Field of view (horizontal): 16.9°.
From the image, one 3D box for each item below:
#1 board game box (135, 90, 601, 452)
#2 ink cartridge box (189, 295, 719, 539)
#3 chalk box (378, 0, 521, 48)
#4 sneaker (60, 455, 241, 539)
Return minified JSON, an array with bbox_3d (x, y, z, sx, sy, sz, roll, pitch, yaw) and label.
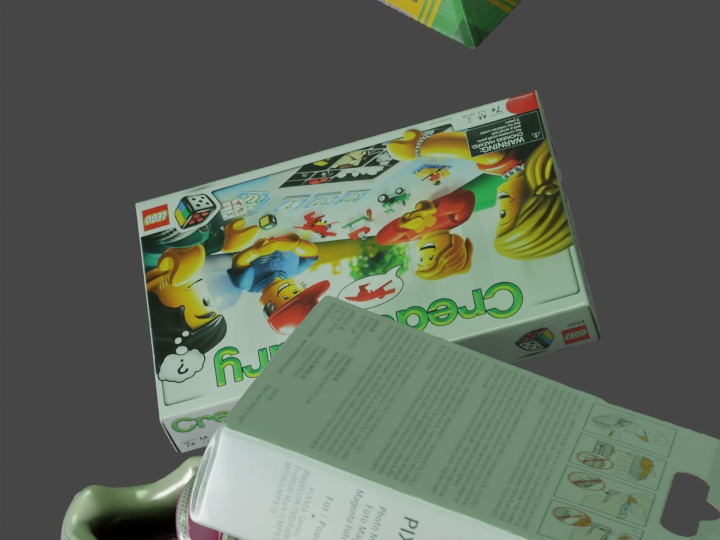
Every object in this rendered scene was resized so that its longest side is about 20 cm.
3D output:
[{"bbox_3d":[0.000,0.000,1.112,0.199,0.035,0.127,-16,53,7],"label":"board game box"},{"bbox_3d":[0.050,0.085,0.972,0.200,0.057,0.163,23,21,6],"label":"ink cartridge box"},{"bbox_3d":[0.028,-0.230,1.161,0.124,0.200,0.124,32,70,33],"label":"chalk box"},{"bbox_3d":[-0.038,0.121,1.004,0.199,0.088,0.082,-8,54,12],"label":"sneaker"}]
